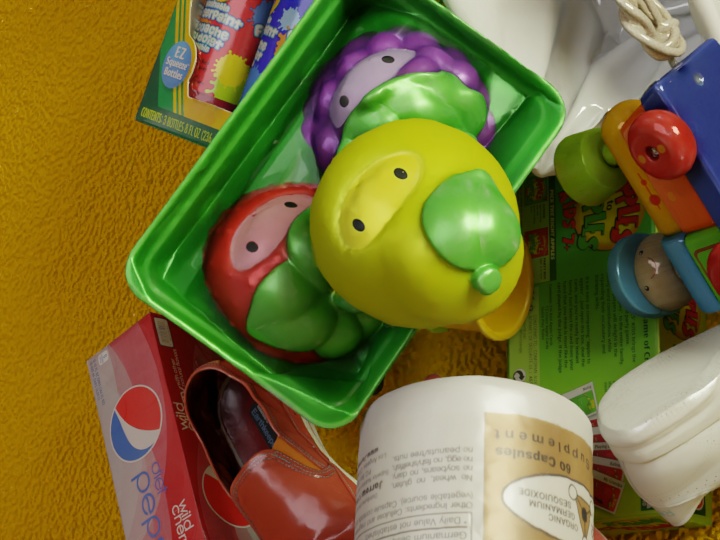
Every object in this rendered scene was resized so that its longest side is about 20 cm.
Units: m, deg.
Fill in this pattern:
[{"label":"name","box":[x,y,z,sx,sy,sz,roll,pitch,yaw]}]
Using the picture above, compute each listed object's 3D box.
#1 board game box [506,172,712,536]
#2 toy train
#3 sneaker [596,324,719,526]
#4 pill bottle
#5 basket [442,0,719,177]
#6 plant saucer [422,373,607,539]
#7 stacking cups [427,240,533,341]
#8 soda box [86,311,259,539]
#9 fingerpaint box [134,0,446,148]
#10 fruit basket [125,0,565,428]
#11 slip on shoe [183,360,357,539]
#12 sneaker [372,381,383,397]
[{"label":"board game box","box":[0.131,0.038,1.032,0.101,0.048,0.201,-12,70,40]},{"label":"toy train","box":[0.135,-0.068,0.928,0.200,0.085,0.116,57,145,-7]},{"label":"sneaker","box":[0.218,0.055,0.936,0.199,0.089,0.075,-28,24,8]},{"label":"pill bottle","box":[0.052,0.161,0.896,0.114,0.114,0.201,-19,56,38]},{"label":"basket","box":[0.123,-0.170,0.986,0.135,0.200,0.123,-13,26,35]},{"label":"plant saucer","box":[0.051,0.191,1.030,0.200,0.037,0.200,44,125,42]},{"label":"stacking cups","box":[0.000,0.000,1.078,0.199,0.060,0.061,6,82,39]},{"label":"soda box","box":[-0.112,0.131,1.220,0.070,0.063,0.201,-36,55,29]},{"label":"fingerpaint box","box":[-0.024,-0.134,1.108,0.200,0.073,0.167,24,95,46]},{"label":"fruit basket","box":[0.002,-0.033,0.913,0.155,0.216,0.216,36,106,0]},{"label":"slip on shoe","box":[-0.041,0.124,1.059,0.074,0.061,0.200,-51,50,22]},{"label":"sneaker","box":[-0.036,-0.013,1.165,0.079,0.078,0.201,-9,67,5]}]
